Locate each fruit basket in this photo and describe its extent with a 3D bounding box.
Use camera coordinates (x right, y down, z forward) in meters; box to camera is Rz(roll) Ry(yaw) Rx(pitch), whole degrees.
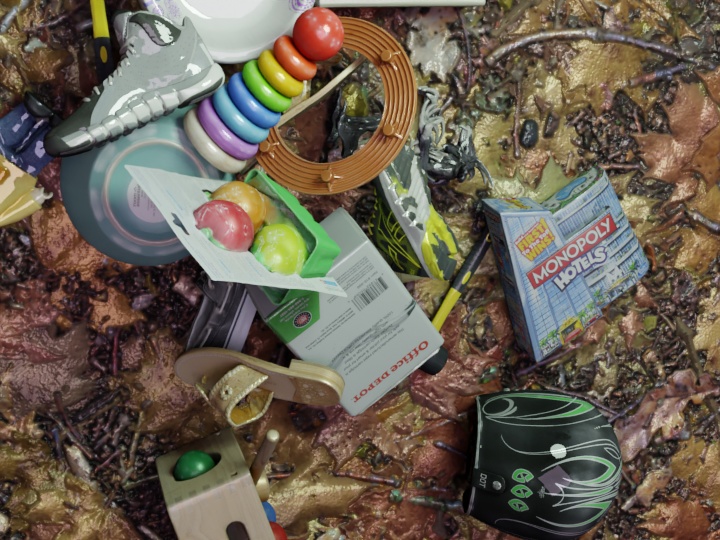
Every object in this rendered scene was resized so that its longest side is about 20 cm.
[{"bbox_3d":[-0.127,-0.035,1.264,0.199,0.185,0.094,0,129,-48],"label":"fruit basket"}]

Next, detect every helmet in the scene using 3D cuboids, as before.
[{"bbox_3d":[0.227,0.239,1.519,0.188,0.200,0.203,7,101,1],"label":"helmet"}]

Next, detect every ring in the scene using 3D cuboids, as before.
[{"bbox_3d":[-0.036,-0.181,1.340,0.198,0.019,0.203,-4,78,19],"label":"ring"}]

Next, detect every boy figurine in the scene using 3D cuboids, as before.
[{"bbox_3d":[-0.399,-0.101,1.337,0.124,0.064,0.200,42,88,-20],"label":"boy figurine"}]

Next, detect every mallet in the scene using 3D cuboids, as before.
[{"bbox_3d":[0.105,0.027,1.514,0.065,0.041,0.202,24,91,-22],"label":"mallet"},{"bbox_3d":[-0.284,-0.252,1.307,0.065,0.041,0.203,0,81,-10],"label":"mallet"}]

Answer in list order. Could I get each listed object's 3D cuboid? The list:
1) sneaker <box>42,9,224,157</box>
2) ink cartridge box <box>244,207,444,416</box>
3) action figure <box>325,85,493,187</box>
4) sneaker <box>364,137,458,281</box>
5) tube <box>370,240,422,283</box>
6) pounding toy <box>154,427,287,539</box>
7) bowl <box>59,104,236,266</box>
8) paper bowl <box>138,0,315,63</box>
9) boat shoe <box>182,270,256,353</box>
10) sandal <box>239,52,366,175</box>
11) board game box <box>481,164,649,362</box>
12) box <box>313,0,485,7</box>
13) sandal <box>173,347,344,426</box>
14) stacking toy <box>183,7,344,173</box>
[{"bbox_3d":[-0.246,-0.198,1.249,0.199,0.075,0.116,-28,97,-19],"label":"sneaker"},{"bbox_3d":[-0.015,0.051,1.415,0.146,0.083,0.200,-37,130,0],"label":"ink cartridge box"},{"bbox_3d":[0.066,-0.156,1.421,0.198,0.119,0.103,14,105,-11],"label":"action figure"},{"bbox_3d":[0.038,-0.062,1.391,0.201,0.084,0.075,62,38,-32],"label":"sneaker"},{"bbox_3d":[0.000,0.000,1.475,0.198,0.058,0.052,-18,67,-13],"label":"tube"},{"bbox_3d":[-0.145,0.269,1.420,0.141,0.184,0.202,-21,106,-9],"label":"pounding toy"},{"bbox_3d":[-0.228,-0.094,1.362,0.198,0.105,0.203,-3,102,-15],"label":"bowl"},{"bbox_3d":[-0.148,-0.327,1.332,0.198,0.104,0.203,-3,102,-14],"label":"paper bowl"},{"bbox_3d":[-0.155,0.024,1.423,0.070,0.072,0.202,12,101,-21],"label":"boat shoe"},{"bbox_3d":[-0.079,-0.204,1.394,0.212,0.078,0.070,-43,94,-1],"label":"sandal"},{"bbox_3d":[0.242,-0.028,1.509,0.199,0.062,0.201,-35,116,-5],"label":"board game box"},{"bbox_3d":[0.040,-0.338,1.398,0.197,0.068,0.083,-2,102,-14],"label":"box"},{"bbox_3d":[-0.126,0.139,1.374,0.209,0.070,0.078,3,140,19],"label":"sandal"},{"bbox_3d":[-0.092,-0.195,1.301,0.200,0.086,0.085,-41,110,19],"label":"stacking toy"}]
